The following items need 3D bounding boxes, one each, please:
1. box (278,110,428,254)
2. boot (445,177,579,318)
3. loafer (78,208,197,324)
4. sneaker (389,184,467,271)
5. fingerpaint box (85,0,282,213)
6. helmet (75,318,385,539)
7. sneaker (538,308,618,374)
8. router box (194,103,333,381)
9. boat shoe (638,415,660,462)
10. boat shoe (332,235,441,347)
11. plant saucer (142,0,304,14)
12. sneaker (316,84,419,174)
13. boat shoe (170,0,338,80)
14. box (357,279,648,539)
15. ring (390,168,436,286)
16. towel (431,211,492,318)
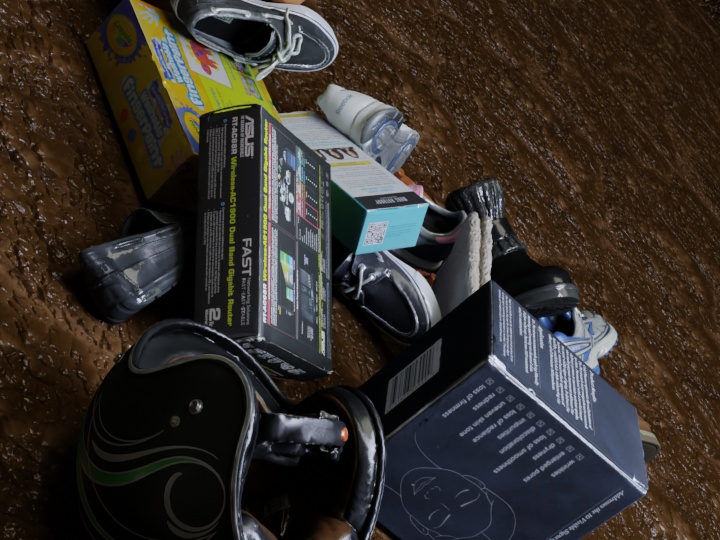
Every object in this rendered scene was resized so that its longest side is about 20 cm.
[{"bbox_3d":[-0.028,-0.091,1.378,0.082,0.050,0.200,-8,37,-40],"label":"box"},{"bbox_3d":[0.156,-0.025,1.498,0.078,0.211,0.160,-5,85,-23],"label":"boot"},{"bbox_3d":[-0.165,-0.023,1.163,0.071,0.068,0.200,58,30,-5],"label":"loafer"},{"bbox_3d":[0.023,-0.074,1.477,0.198,0.082,0.071,24,44,-22],"label":"sneaker"},{"bbox_3d":[-0.154,-0.145,1.326,0.166,0.073,0.201,15,42,-50],"label":"fingerpaint box"},{"bbox_3d":[-0.099,0.135,0.939,0.199,0.189,0.203,0,90,-49],"label":"helmet"},{"bbox_3d":[0.250,0.074,1.645,0.086,0.076,0.200,60,21,-8],"label":"sneaker"},{"bbox_3d":[-0.079,-0.018,1.177,0.150,0.061,0.203,37,49,-63],"label":"router box"},{"bbox_3d":[0.270,0.173,1.596,0.199,0.072,0.068,32,26,-49],"label":"boat shoe"},{"bbox_3d":[0.000,0.000,1.384,0.201,0.072,0.068,53,30,15],"label":"boat shoe"},{"bbox_3d":[-0.149,-0.287,1.411,0.199,0.198,0.038,15,75,-49],"label":"plant saucer"},{"bbox_3d":[0.008,-0.151,1.495,0.087,0.075,0.200,38,-6,15],"label":"sneaker"},{"bbox_3d":[-0.093,-0.229,1.364,0.198,0.074,0.068,21,32,-45],"label":"boat shoe"},{"bbox_3d":[0.111,0.154,1.222,0.196,0.200,0.124,41,28,-18],"label":"box"},{"bbox_3d":[0.060,-0.051,1.598,0.200,0.019,0.202,37,31,-26],"label":"ring"},{"bbox_3d":[0.095,0.042,1.410,0.034,0.133,0.201,19,35,-9],"label":"towel"}]
